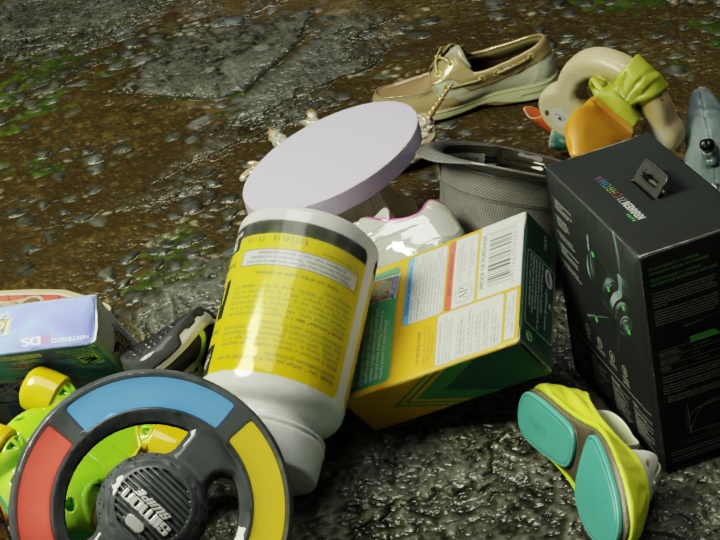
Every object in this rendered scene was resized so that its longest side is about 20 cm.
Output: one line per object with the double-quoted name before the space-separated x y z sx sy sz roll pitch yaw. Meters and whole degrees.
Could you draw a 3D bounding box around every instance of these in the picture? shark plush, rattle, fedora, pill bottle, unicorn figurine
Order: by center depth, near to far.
"pill bottle" -0.059 0.062 1.481 0.114 0.114 0.200 2 64 23
"fedora" 0.129 -0.054 1.687 0.176 0.091 0.200 7 10 -17
"shark plush" 0.301 -0.085 1.715 0.091 0.083 0.200 1 31 21
"rattle" 0.190 -0.117 1.783 0.200 0.130 0.143 -3 50 50
"unicorn figurine" -0.014 -0.119 1.923 0.137 0.074 0.200 25 59 34

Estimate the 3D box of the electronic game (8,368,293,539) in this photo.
"electronic game" -0.146 0.167 1.359 0.200 0.200 0.042 -19 -12 -13

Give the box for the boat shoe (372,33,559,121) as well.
"boat shoe" 0.106 -0.205 2.021 0.199 0.067 0.074 -12 28 -1

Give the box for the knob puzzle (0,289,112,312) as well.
"knob puzzle" -0.322 0.058 1.752 0.219 0.031 0.220 -10 29 5

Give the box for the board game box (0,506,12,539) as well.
"board game box" -0.305 0.229 1.261 0.097 0.200 0.159 7 33 31

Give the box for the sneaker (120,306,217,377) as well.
"sneaker" -0.127 0.078 1.534 0.072 0.083 0.200 -31 -2 9

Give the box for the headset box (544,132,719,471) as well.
"headset box" 0.220 0.014 1.447 0.093 0.200 0.174 -18 28 -11

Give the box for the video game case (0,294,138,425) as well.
"video game case" -0.278 0.080 1.557 0.199 0.181 0.046 -7 69 9

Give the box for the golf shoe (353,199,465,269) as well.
"golf shoe" 0.000 0.000 1.650 0.200 0.075 0.092 -13 66 13

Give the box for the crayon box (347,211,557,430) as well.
"crayon box" 0.057 0.045 1.521 0.200 0.052 0.126 -20 45 31

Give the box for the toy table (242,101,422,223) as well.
"toy table" -0.013 -0.055 1.745 0.200 0.117 0.184 -32 34 -30

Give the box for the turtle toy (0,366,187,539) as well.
"turtle toy" -0.205 0.146 1.473 0.145 0.101 0.200 24 36 12

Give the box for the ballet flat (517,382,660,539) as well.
"ballet flat" 0.177 0.137 1.394 0.067 0.067 0.200 3 22 -18
